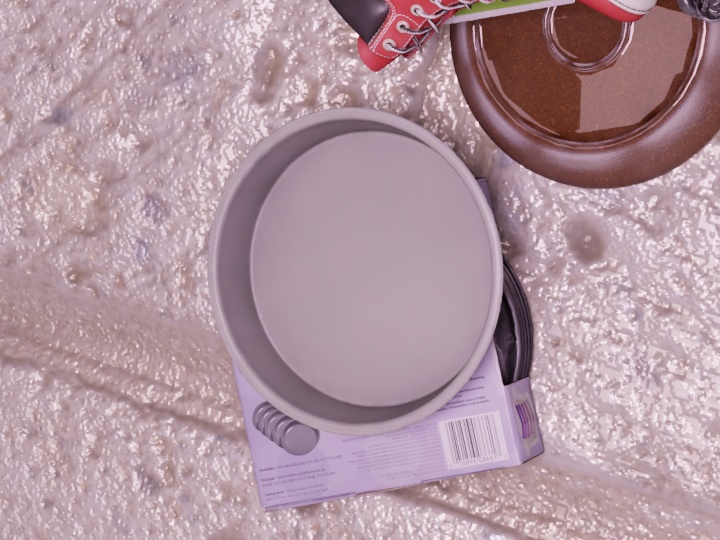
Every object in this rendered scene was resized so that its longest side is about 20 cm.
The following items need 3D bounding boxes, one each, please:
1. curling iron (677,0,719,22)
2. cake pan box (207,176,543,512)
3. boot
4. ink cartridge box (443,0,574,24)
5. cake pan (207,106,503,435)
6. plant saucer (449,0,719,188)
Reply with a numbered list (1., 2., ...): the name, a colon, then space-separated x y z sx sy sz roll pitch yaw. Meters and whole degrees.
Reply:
1. curling iron: 0.200 -0.241 1.254 0.049 0.026 0.202 -4 78 -10
2. cake pan box: 0.010 0.047 1.362 0.198 0.052 0.186 -14 91 25
3. boot: 0.070 -0.159 1.223 0.200 0.072 0.145 36 113 28
4. ink cartridge box: 0.066 -0.252 1.295 0.147 0.076 0.202 -6 92 28
5. cake pan: 0.000 0.000 1.316 0.199 0.037 0.202 2 94 23
6. plant saucer: 0.142 -0.150 1.298 0.198 0.032 0.202 2 96 25
